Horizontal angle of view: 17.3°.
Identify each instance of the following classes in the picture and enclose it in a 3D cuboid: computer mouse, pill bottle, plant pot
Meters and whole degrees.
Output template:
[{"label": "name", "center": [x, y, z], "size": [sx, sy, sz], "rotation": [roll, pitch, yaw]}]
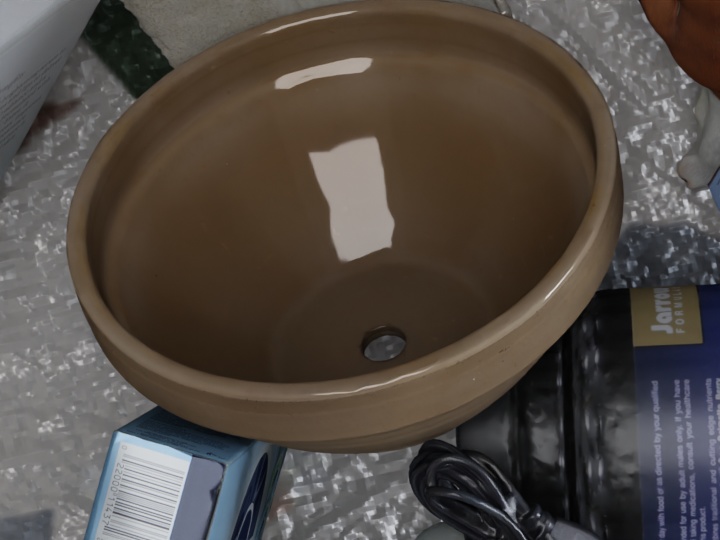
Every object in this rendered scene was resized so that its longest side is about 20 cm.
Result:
[{"label": "computer mouse", "center": [0.016, 0.164, 0.843], "size": [0.109, 0.044, 0.201], "rotation": [32, 100, -18]}, {"label": "pill bottle", "center": [0.137, 0.061, 0.905], "size": [0.198, 0.112, 0.113], "rotation": [-3, 93, 5]}, {"label": "plant pot", "center": [0.000, 0.000, 0.860], "size": [0.199, 0.202, 0.093], "rotation": [-9, 133, 6]}]

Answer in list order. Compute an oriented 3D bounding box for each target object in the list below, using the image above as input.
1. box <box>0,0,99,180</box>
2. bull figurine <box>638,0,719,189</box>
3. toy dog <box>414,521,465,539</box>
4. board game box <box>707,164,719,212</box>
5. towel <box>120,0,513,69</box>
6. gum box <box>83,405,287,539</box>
[{"label": "box", "center": [-0.209, -0.075, 0.890], "size": [0.152, 0.106, 0.200], "rotation": [38, 130, 3]}, {"label": "bull figurine", "center": [0.137, -0.112, 0.881], "size": [0.121, 0.201, 0.065], "rotation": [42, 63, 18]}, {"label": "toy dog", "center": [-0.010, 0.198, 0.936], "size": [0.200, 0.096, 0.132], "rotation": [-38, 102, -29]}, {"label": "board game box", "center": [0.180, -0.056, 0.795], "size": [0.019, 0.201, 0.103], "rotation": [-1, 51, -23]}, {"label": "towel", "center": [-0.041, -0.138, 0.894], "size": [0.132, 0.035, 0.200], "rotation": [-21, 128, 19]}, {"label": "gum box", "center": [-0.075, 0.133, 0.886], "size": [0.044, 0.200, 0.171], "rotation": [16, 95, 5]}]
